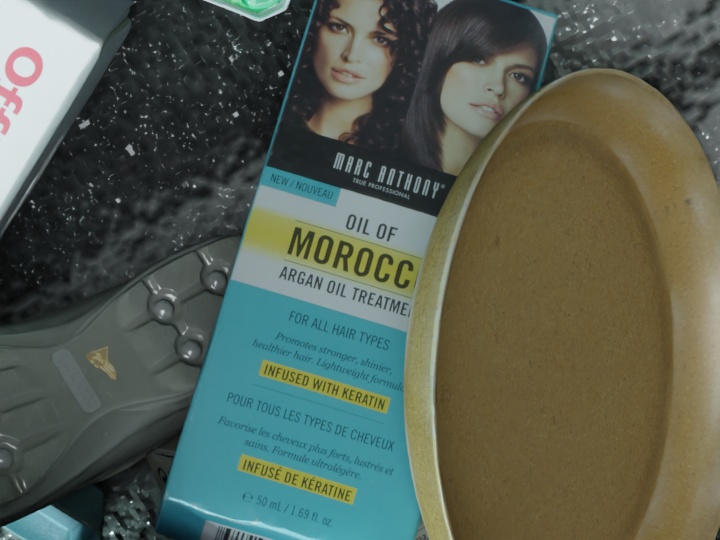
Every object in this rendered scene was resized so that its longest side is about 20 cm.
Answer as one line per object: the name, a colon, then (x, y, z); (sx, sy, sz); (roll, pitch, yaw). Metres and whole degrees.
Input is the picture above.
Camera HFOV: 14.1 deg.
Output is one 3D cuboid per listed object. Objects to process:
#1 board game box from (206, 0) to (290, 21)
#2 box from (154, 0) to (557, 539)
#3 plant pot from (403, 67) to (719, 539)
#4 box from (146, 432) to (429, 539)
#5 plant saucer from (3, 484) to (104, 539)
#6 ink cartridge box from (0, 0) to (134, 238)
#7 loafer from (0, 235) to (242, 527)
board game box: (-0.080, -0.203, 0.899); (0.200, 0.026, 0.200); (21, 97, -10)
box: (0.000, 0.000, 0.958); (0.082, 0.049, 0.200); (17, 70, -2)
plant pot: (0.069, 0.034, 0.957); (0.027, 0.200, 0.200); (1, 107, 34)
box: (0.005, 0.136, 1.023); (0.082, 0.068, 0.200); (-26, 103, -27)
plant saucer: (-0.178, 0.041, 1.032); (0.200, 0.070, 0.019); (31, 69, -5)
ink cartridge box: (-0.198, -0.077, 0.987); (0.200, 0.088, 0.145); (32, 104, -7)
loafer: (-0.110, 0.050, 0.977); (0.200, 0.070, 0.070); (-21, 75, -28)
